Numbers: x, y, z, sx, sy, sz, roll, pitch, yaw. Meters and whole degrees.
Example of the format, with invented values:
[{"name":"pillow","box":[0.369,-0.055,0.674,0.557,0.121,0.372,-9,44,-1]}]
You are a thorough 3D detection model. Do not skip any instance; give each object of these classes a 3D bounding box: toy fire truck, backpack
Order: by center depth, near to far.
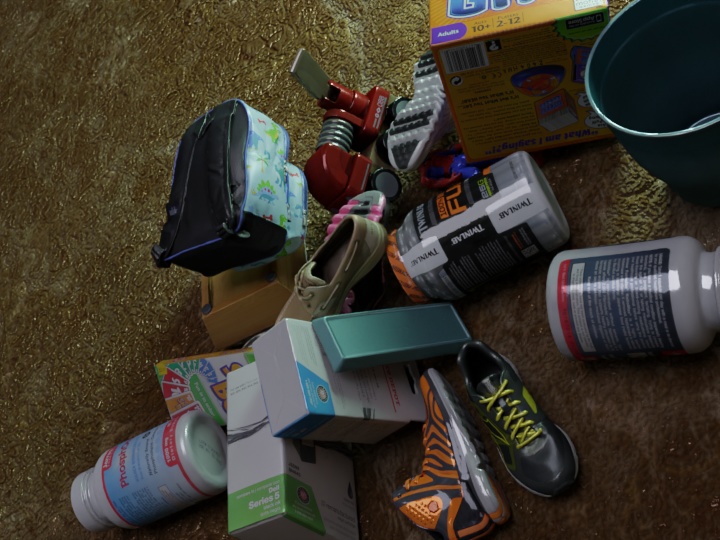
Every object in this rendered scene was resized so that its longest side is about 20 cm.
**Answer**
[{"name":"backpack","box":[-0.162,-0.103,1.297,0.182,0.146,0.202,-18,63,39]},{"name":"toy fire truck","box":[-0.030,-0.185,1.318,0.128,0.199,0.178,-30,39,59]}]

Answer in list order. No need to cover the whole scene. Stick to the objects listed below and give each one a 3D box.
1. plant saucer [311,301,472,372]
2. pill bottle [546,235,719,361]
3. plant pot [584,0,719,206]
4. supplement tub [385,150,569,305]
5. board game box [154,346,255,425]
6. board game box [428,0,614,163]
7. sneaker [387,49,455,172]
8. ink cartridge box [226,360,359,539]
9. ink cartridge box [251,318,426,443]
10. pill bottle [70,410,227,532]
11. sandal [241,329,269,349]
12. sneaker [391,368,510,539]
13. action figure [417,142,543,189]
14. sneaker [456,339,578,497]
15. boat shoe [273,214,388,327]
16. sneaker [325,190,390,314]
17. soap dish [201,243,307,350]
[{"name":"plant saucer","box":[0.043,0.071,1.138,0.019,0.198,0.070,-56,51,41]},{"name":"pill bottle","box":[0.303,0.028,1.024,0.198,0.120,0.121,-7,57,32]},{"name":"plant pot","box":[0.366,-0.173,1.063,0.198,0.188,0.202,-18,52,25]},{"name":"supplement tub","box":[0.136,-0.045,1.188,0.199,0.123,0.123,-29,49,16]},{"name":"board game box","box":[-0.175,0.154,1.305,0.198,0.096,0.030,-11,11,27]},{"name":"board game box","box":[0.201,-0.285,1.212,0.198,0.200,0.201,-9,52,15]},{"name":"sneaker","box":[0.096,-0.201,1.316,0.075,0.081,0.201,-4,51,38]},{"name":"ink cartridge box","box":[-0.079,0.217,1.149,0.083,0.145,0.202,-25,50,24]},{"name":"ink cartridge box","box":[-0.018,0.131,1.138,0.067,0.199,0.117,-38,55,34]},{"name":"pill bottle","box":[-0.269,0.264,1.281,0.199,0.109,0.110,-26,49,19]},{"name":"sandal","box":[-0.083,0.111,1.287,0.199,0.055,0.082,9,67,39]},{"name":"sneaker","box":[0.077,0.207,1.095,0.111,0.078,0.201,-31,48,13]},{"name":"action figure","box":[0.137,-0.137,1.302,0.199,0.052,0.066,5,67,40]},{"name":"sneaker","box":[0.156,0.155,1.068,0.074,0.085,0.200,-40,46,7]},{"name":"boat shoe","box":[-0.051,0.015,1.198,0.201,0.064,0.071,-54,50,14]},{"name":"sneaker","box":[0.000,0.000,1.268,0.079,0.095,0.202,17,86,45]},{"name":"soap dish","box":[-0.151,-0.007,1.395,0.156,0.081,0.201,-25,49,20]}]
